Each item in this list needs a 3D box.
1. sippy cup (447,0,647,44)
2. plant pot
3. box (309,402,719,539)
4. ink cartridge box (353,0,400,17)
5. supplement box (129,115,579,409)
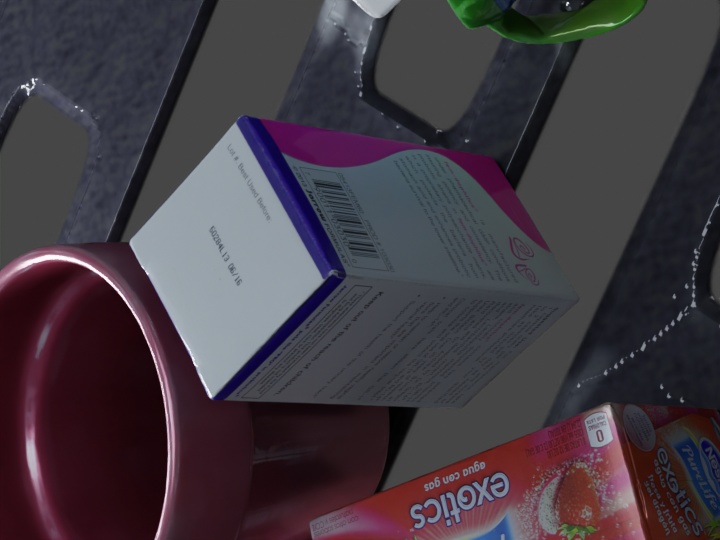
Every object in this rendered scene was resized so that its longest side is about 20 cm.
[{"bbox_3d":[0.088,-0.204,1.257,0.130,0.178,0.140,-22,68,11],"label":"sippy cup"},{"bbox_3d":[-0.091,0.084,1.363,0.200,0.179,0.200,2,92,47],"label":"plant pot"},{"bbox_3d":[0.085,0.140,1.275,0.200,0.100,0.096,-25,71,35],"label":"box"},{"bbox_3d":[0.013,-0.256,1.334,0.176,0.045,0.200,41,120,-13],"label":"ink cartridge box"},{"bbox_3d":[0.000,0.000,1.292,0.103,0.200,0.101,-46,59,29],"label":"supplement box"}]
